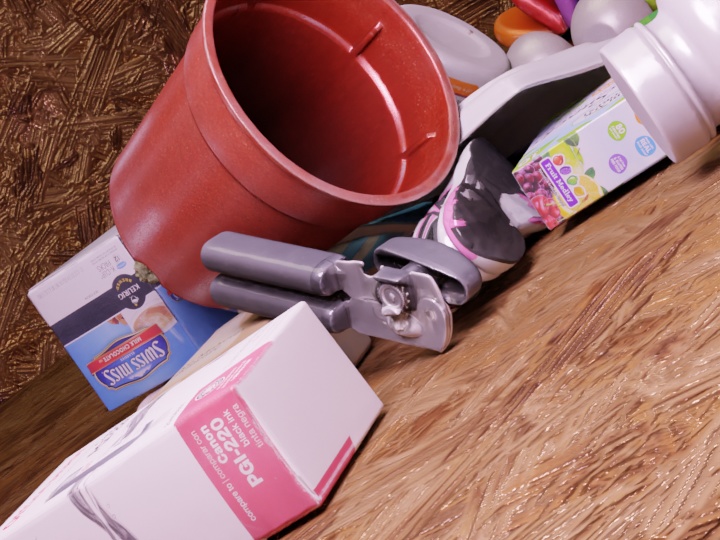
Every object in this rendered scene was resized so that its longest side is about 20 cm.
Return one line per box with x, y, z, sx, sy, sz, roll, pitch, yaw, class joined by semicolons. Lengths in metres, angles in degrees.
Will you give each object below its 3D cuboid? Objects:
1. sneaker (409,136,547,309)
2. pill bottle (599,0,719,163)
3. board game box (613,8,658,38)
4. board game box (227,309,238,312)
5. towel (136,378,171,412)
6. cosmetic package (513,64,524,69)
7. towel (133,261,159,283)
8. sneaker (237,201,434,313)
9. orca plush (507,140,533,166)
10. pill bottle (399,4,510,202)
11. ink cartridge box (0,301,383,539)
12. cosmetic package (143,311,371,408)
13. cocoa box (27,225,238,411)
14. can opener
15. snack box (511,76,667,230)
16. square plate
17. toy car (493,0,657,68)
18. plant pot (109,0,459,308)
0.067;-0.026;1.318;0.086;0.080;0.200;-44;-2;23;sneaker
0.242;-0.153;1.139;0.199;0.112;0.111;-35;6;5;pill bottle
0.226;-0.159;1.491;0.199;0.030;0.096;-30;34;28;board game box
-0.109;-0.045;1.676;0.200;0.158;0.039;-36;-20;-52;board game box
-0.079;0.055;1.681;0.200;0.032;0.191;-29;9;47;towel
0.100;-0.113;1.736;0.199;0.052;0.151;-33;-8;25;cosmetic package
-0.091;-0.072;1.550;0.199;0.037;0.149;-25;36;22;towel
0.000;0.000;1.498;0.198;0.081;0.077;-14;9;11;sneaker
0.113;-0.102;1.614;0.199;0.071;0.105;-30;8;43;orca plush
0.033;-0.101;1.575;0.201;0.109;0.110;-64;-6;25;pill bottle
-0.101;0.119;1.113;0.199;0.085;0.146;-35;6;22;ink cartridge box
-0.074;0.079;1.302;0.105;0.071;0.200;-33;7;22;cosmetic package
-0.169;0.008;1.752;0.133;0.132;0.200;-29;9;35;cocoa box
-0.011;0.005;1.244;0.199;0.054;0.067;12;37;41;can opener
0.186;-0.105;1.346;0.142;0.053;0.200;-35;5;19;snack box
0.098;-0.107;1.434;0.200;0.029;0.198;-38;-9;40;square plate
0.209;-0.254;1.851;0.199;0.150;0.175;-30;8;41;toy car
-0.066;-0.082;1.359;0.195;0.201;0.201;-43;0;44;plant pot
